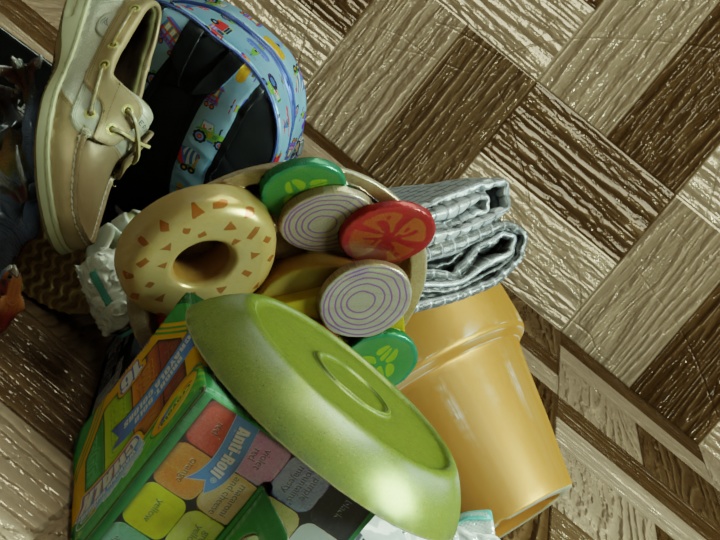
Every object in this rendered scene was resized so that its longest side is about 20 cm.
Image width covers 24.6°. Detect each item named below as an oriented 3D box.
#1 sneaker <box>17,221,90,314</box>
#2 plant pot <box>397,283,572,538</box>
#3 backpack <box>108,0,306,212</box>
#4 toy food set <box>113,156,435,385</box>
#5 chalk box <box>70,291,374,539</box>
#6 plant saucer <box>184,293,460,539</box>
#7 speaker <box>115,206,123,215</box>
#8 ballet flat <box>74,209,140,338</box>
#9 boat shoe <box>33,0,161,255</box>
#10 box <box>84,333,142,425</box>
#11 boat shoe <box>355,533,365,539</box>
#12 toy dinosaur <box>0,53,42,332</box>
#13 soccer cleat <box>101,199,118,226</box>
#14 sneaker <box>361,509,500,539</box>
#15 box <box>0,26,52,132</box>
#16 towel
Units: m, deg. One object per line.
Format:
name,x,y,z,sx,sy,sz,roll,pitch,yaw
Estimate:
sneaker,-0.253,-0.048,1.214,0.200,0.075,0.090,40,14,-1
plant pot,0.071,0.130,1.337,0.183,0.200,0.200,58,14,14
backpack,-0.124,-0.125,1.253,0.183,0.200,0.135,39,44,5
toy food set,-0.048,0.011,1.038,0.049,0.198,0.200,-109,-172,-48
chalk box,-0.080,0.122,0.927,0.124,0.125,0.200,36,9,-18
plant saucer,-0.013,0.074,0.943,0.200,0.031,0.200,39,9,-7
speaker,-0.148,0.009,1.336,0.081,0.081,0.200,30,14,-45
ballet flat,-0.152,-0.011,1.144,0.072,0.072,0.200,38,11,-5
boat shoe,-0.172,-0.105,1.102,0.066,0.200,0.074,-1,-24,8
box,-0.105,0.104,1.136,0.158,0.050,0.200,37,9,-11
boat shoe,-0.013,0.198,1.004,0.057,0.069,0.200,40,7,3
toy dinosaur,-0.222,-0.047,1.102,0.200,0.105,0.182,1,74,-48
soccer cleat,-0.245,-0.058,1.351,0.068,0.073,0.200,32,29,-31
sneaker,0.055,0.199,1.190,0.200,0.089,0.075,35,11,-21
box,-0.329,-0.170,1.337,0.164,0.086,0.200,36,-3,-15
towel,0.000,0.000,1.215,0.166,0.200,0.086,-2,-71,57
